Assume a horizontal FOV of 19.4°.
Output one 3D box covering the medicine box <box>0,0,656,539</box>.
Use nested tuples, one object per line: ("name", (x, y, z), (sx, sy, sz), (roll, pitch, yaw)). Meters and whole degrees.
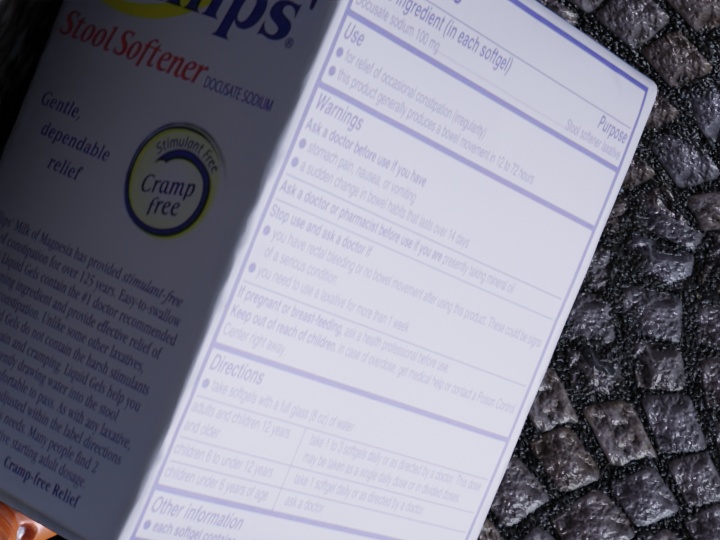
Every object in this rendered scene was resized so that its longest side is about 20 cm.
("medicine box", (-0.019, -0.008, 0.668), (0.182, 0.102, 0.202), (22, 90, -54))

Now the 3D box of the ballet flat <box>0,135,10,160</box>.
("ballet flat", (-0.079, -0.021, 0.742), (0.075, 0.074, 0.200), (-64, 177, 5))

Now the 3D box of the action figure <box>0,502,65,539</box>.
("action figure", (-0.121, 0.109, 0.839), (0.194, 0.104, 0.201), (58, 56, -76))
